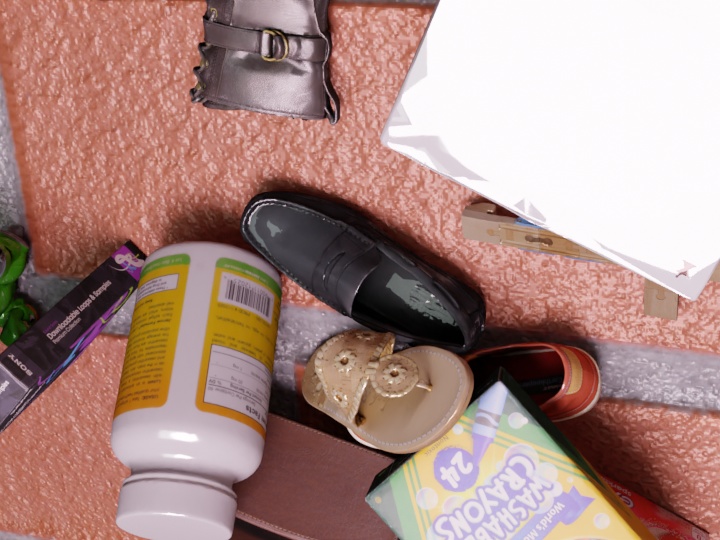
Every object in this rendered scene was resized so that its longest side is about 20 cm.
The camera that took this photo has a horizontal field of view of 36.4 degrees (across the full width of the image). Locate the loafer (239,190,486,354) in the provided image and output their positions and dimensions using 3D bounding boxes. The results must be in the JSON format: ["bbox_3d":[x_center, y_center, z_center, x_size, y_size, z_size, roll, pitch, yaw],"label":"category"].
[{"bbox_3d":[0.000,0.000,0.798,0.199,0.070,0.069,28,104,5],"label":"loafer"}]

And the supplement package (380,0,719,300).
[{"bbox_3d":[0.144,-0.123,0.621,0.190,0.200,0.148,27,120,5],"label":"supplement package"}]

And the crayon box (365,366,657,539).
[{"bbox_3d":[0.116,0.184,0.745,0.126,0.052,0.200,-43,89,12],"label":"crayon box"}]

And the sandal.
[{"bbox_3d":[-0.008,0.076,0.777,0.069,0.211,0.078,26,79,-25],"label":"sandal"}]

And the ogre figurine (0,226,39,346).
[{"bbox_3d":[-0.331,0.037,0.908,0.097,0.120,0.201,17,120,6],"label":"ogre figurine"}]

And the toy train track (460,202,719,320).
[{"bbox_3d":[0.168,-0.024,0.754,0.198,0.033,0.115,10,140,22],"label":"toy train track"}]

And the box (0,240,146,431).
[{"bbox_3d":[-0.249,0.071,0.848,0.036,0.200,0.143,43,120,-4],"label":"box"}]

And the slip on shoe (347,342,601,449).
[{"bbox_3d":[0.075,0.089,0.808,0.198,0.061,0.075,-11,68,23],"label":"slip on shoe"}]

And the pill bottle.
[{"bbox_3d":[-0.121,0.090,0.801,0.110,0.202,0.111,4,153,2],"label":"pill bottle"}]

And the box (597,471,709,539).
[{"bbox_3d":[0.153,0.211,0.829,0.199,0.100,0.096,29,120,5],"label":"box"}]

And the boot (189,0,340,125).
[{"bbox_3d":[-0.096,-0.194,0.748,0.198,0.069,0.175,18,118,8],"label":"boot"}]

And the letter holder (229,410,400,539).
[{"bbox_3d":[-0.065,0.202,0.852,0.198,0.143,0.101,18,147,16],"label":"letter holder"}]
